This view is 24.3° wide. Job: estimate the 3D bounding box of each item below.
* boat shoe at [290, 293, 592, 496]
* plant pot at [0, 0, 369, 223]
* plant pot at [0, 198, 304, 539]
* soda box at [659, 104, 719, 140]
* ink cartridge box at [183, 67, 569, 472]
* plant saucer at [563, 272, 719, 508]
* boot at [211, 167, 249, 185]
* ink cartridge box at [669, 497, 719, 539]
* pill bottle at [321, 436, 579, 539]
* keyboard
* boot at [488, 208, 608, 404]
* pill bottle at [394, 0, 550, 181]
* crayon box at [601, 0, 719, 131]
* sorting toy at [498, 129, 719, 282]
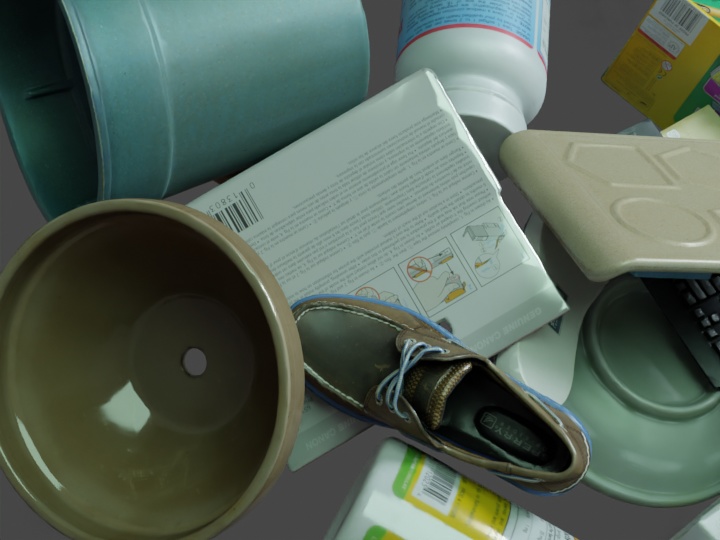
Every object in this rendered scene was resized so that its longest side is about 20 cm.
[{"bbox_3d":[0.043,0.065,0.963,0.199,0.072,0.072,23,85,6],"label":"boat shoe"},{"bbox_3d":[-0.113,-0.137,1.050,0.196,0.200,0.201,-18,66,-26],"label":"plant pot"},{"bbox_3d":[-0.116,0.058,0.972,0.201,0.201,0.093,46,16,12],"label":"plant pot"},{"bbox_3d":[0.281,-0.018,1.205,0.068,0.064,0.200,-28,71,-32],"label":"soda box"},{"bbox_3d":[0.000,0.000,1.032,0.200,0.045,0.177,-30,83,-2],"label":"ink cartridge box"},{"bbox_3d":[0.194,0.060,1.134,0.199,0.050,0.201,9,56,-14],"label":"plant saucer"},{"bbox_3d":[-0.023,-0.023,1.101,0.200,0.069,0.188,35,65,11],"label":"boot"},{"bbox_3d":[0.301,0.214,1.053,0.145,0.083,0.200,-30,72,-33],"label":"ink cartridge box"},{"bbox_3d":[0.075,0.191,0.970,0.200,0.111,0.111,30,54,0],"label":"pill bottle"},{"bbox_3d":[0.244,-0.021,1.147,0.127,0.021,0.200,-23,71,-21],"label":"keyboard"},{"bbox_3d":[0.099,0.025,1.091,0.073,0.090,0.200,47,41,-19],"label":"boot"},{"bbox_3d":[0.080,-0.164,1.197,0.108,0.109,0.201,14,56,-11],"label":"pill bottle"},{"bbox_3d":[0.291,-0.130,1.244,0.200,0.119,0.058,40,55,7],"label":"crayon box"},{"bbox_3d":[0.208,-0.039,1.073,0.199,0.037,0.185,-3,30,-16],"label":"sorting toy"}]
